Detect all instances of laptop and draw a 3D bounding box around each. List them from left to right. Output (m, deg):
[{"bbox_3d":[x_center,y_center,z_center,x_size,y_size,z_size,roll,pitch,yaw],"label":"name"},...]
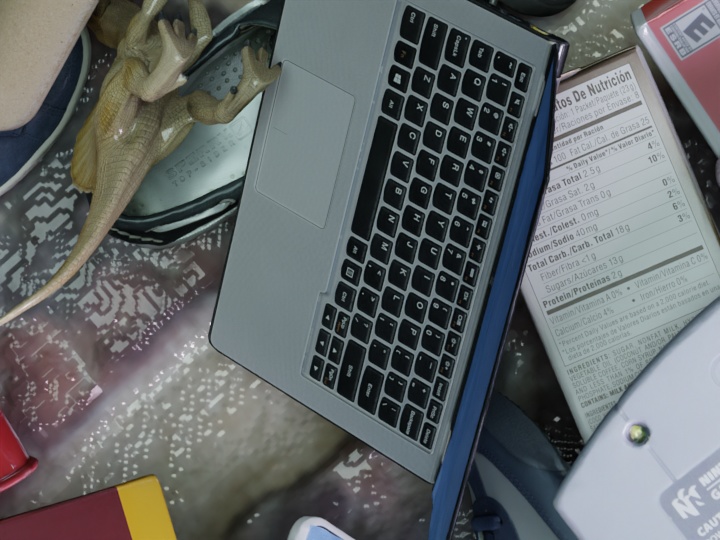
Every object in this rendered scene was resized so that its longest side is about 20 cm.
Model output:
[{"bbox_3d":[0.000,0.000,0.978,0.199,0.116,0.188,30,119,31],"label":"laptop"}]

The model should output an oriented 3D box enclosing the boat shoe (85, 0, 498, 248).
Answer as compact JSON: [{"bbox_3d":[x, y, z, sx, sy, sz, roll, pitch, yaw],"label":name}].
[{"bbox_3d":[-0.025,-0.077,1.097,0.200,0.060,0.076,-41,86,2],"label":"boat shoe"}]

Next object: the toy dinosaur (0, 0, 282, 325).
[{"bbox_3d":[-0.084,-0.059,1.043,0.058,0.201,0.101,32,130,-27],"label":"toy dinosaur"}]

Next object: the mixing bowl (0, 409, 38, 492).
[{"bbox_3d":[-0.231,0.056,1.016,0.199,0.200,0.109,-17,94,4],"label":"mixing bowl"}]

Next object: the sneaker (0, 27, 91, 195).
[{"bbox_3d":[-0.196,-0.045,1.098,0.200,0.085,0.075,-39,85,2],"label":"sneaker"}]

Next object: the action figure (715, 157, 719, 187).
[{"bbox_3d":[0.213,0.057,1.027,0.148,0.134,0.201,1,101,-6],"label":"action figure"}]

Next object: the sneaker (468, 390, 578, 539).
[{"bbox_3d":[0.073,0.147,1.068,0.082,0.070,0.201,-27,84,-13],"label":"sneaker"}]

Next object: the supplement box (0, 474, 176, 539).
[{"bbox_3d":[-0.161,0.205,1.011,0.199,0.133,0.198,-14,85,-40],"label":"supplement box"}]

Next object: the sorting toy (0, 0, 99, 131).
[{"bbox_3d":[-0.146,-0.185,1.066,0.200,0.036,0.186,49,121,29],"label":"sorting toy"}]

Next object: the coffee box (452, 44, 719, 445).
[{"bbox_3d":[0.112,0.023,1.056,0.079,0.114,0.201,-23,85,5],"label":"coffee box"}]

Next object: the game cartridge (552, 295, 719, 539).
[{"bbox_3d":[0.174,0.058,0.965,0.200,0.041,0.133,-39,89,9],"label":"game cartridge"}]

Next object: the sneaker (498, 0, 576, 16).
[{"bbox_3d":[0.084,-0.207,1.062,0.115,0.075,0.201,-11,86,47],"label":"sneaker"}]

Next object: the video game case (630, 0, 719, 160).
[{"bbox_3d":[0.224,-0.096,1.047,0.199,0.017,0.143,-31,119,12],"label":"video game case"}]

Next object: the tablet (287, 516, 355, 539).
[{"bbox_3d":[-0.005,0.209,1.036,0.130,0.014,0.201,35,58,-25],"label":"tablet"}]
